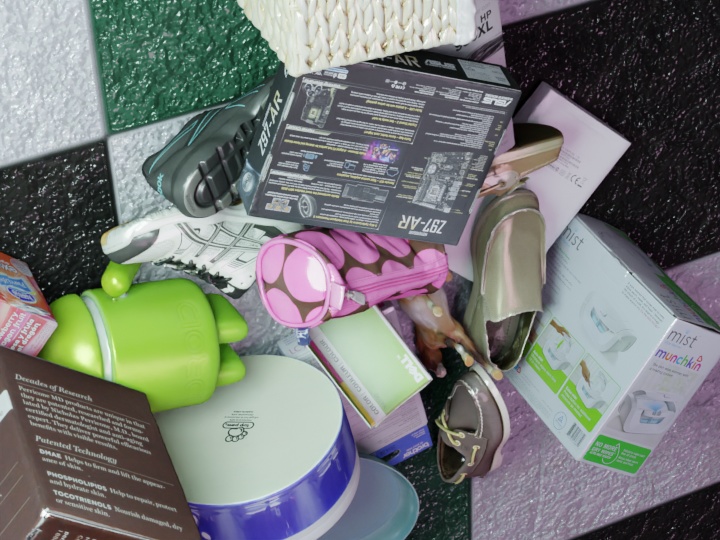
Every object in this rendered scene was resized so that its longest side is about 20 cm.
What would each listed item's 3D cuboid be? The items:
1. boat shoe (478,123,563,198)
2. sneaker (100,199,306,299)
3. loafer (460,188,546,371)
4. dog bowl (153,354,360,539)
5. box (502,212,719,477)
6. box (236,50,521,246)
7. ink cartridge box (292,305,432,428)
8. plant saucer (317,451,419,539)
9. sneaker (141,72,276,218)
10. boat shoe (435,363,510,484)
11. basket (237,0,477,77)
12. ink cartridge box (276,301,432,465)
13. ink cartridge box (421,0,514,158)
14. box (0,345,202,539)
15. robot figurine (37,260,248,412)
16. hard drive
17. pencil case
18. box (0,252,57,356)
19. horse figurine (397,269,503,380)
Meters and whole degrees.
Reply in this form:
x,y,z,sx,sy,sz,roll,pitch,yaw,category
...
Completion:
x,y,z,sx,sy,sz,roll,pitch,yaw,category
0.097,-0.083,1.747,0.200,0.073,0.063,-20,115,-9,boat shoe
-0.129,-0.016,1.643,0.199,0.076,0.088,-9,91,-30,sneaker
0.148,0.014,1.825,0.075,0.068,0.201,-11,127,-24,loafer
-0.104,0.172,1.740,0.199,0.200,0.079,-24,129,-13,dog bowl
0.239,0.070,1.868,0.096,0.200,0.177,19,110,-39,box
0.015,-0.108,1.563,0.199,0.044,0.161,7,123,-23,box
-0.006,0.064,1.690,0.076,0.148,0.200,-38,178,-1,ink cartridge box
-0.040,0.241,1.909,0.199,0.028,0.201,-4,137,-4,plant saucer
-0.104,-0.126,1.615,0.200,0.079,0.076,-40,132,-27,sneaker
0.110,0.162,1.919,0.059,0.072,0.200,-26,155,-13,boat shoe
-0.017,-0.288,1.460,0.160,0.198,0.201,-16,129,-17,basket
-0.003,0.124,1.874,0.119,0.042,0.201,-26,130,-10,ink cartridge box
0.050,-0.171,1.641,0.144,0.084,0.201,-34,134,-26,ink cartridge box
-0.256,0.200,1.525,0.164,0.200,0.166,22,116,-39,box
-0.203,0.071,1.665,0.199,0.116,0.177,-8,120,-25,robot figurine
0.161,-0.075,1.834,0.132,0.026,0.200,27,106,-40,hard drive
0.000,0.000,1.622,0.200,0.093,0.091,-18,109,-53,pencil case
-0.358,0.079,1.591,0.095,0.100,0.200,26,108,-40,box
0.065,0.034,1.807,0.050,0.132,0.201,-38,122,-11,horse figurine
